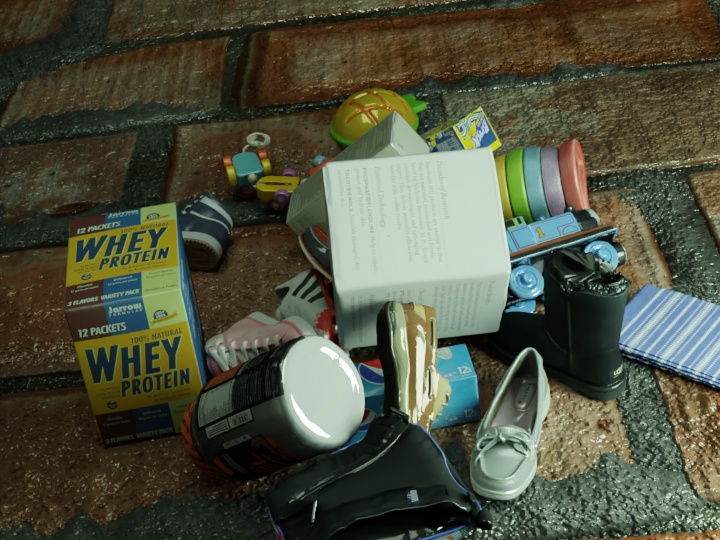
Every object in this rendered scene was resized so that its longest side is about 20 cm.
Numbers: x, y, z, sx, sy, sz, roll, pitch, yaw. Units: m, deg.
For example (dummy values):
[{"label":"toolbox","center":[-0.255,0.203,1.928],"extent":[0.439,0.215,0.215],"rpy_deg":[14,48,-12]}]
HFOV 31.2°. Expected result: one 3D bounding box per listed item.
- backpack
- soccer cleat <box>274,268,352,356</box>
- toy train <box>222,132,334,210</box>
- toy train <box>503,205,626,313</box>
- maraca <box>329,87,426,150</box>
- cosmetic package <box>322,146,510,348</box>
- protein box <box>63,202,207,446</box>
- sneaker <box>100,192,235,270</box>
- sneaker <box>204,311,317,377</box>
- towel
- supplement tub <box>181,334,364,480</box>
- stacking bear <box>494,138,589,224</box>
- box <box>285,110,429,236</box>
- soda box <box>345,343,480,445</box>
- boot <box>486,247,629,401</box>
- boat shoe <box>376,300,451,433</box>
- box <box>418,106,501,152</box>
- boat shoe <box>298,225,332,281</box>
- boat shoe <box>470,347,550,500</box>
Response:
[{"label":"backpack","center":[0.007,0.253,1.266],"extent":[0.188,0.156,0.200],"rpy_deg":[-11,27,-19]},{"label":"soccer cleat","center":[-0.064,0.064,1.632],"extent":[0.084,0.069,0.201],"rpy_deg":[-18,32,0]},{"label":"toy train","center":[-0.112,-0.140,1.943],"extent":[0.198,0.056,0.150],"rpy_deg":[21,42,30]},{"label":"toy train","center":[0.238,-0.018,1.639],"extent":[0.197,0.087,0.115],"rpy_deg":[-18,66,-14]},{"label":"maraca","center":[0.028,-0.234,1.999],"extent":[0.135,0.108,0.200],"rpy_deg":[11,33,17]},{"label":"cosmetic package","center":[0.062,-0.024,1.508],"extent":[0.197,0.168,0.169],"rpy_deg":[-6,64,-3]},{"label":"protein box","center":[-0.265,0.061,1.549],"extent":[0.133,0.202,0.199],"rpy_deg":[-10,34,-4]},{"label":"sneaker","center":[-0.275,-0.065,1.846],"extent":[0.197,0.071,0.109],"rpy_deg":[12,43,15]},{"label":"sneaker","center":[-0.121,0.105,1.545],"extent":[0.104,0.076,0.199],"rpy_deg":[-30,18,-25]},{"label":"towel","center":[0.400,0.083,1.552],"extent":[0.198,0.024,0.144],"rpy_deg":[20,41,32]},{"label":"supplement tub","center":[-0.100,0.154,1.391],"extent":[0.199,0.123,0.123],"rpy_deg":[-27,16,43]},{"label":"stacking bear","center":[0.209,-0.111,1.785],"extent":[0.197,0.114,0.123],"rpy_deg":[-10,68,17]},{"label":"box","center":[-0.003,-0.118,1.775],"extent":[0.199,0.078,0.095],"rpy_deg":[-35,25,27]},{"label":"soda box","center":[0.034,0.145,1.486],"extent":[0.197,0.069,0.064],"rpy_deg":[-11,35,-4]},{"label":"boot","center":[0.228,0.044,1.505],"extent":[0.076,0.170,0.199],"rpy_deg":[-33,41,-32]},{"label":"boat shoe","center":[0.064,0.132,1.408],"extent":[0.073,0.203,0.076],"rpy_deg":[-3,-6,-15]},{"label":"box","center":[0.103,-0.164,1.836],"extent":[0.070,0.065,0.199],"rpy_deg":[-37,11,-37]},{"label":"boat shoe","center":[0.000,0.000,1.655],"extent":[0.200,0.063,0.071],"rpy_deg":[43,20,27]},{"label":"boat shoe","center":[0.167,0.170,1.427],"extent":[0.073,0.065,0.203],"rpy_deg":[7,37,21]}]
